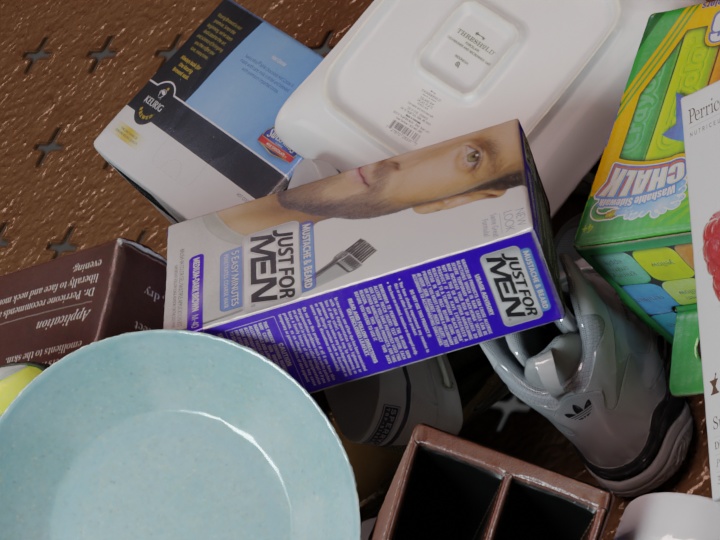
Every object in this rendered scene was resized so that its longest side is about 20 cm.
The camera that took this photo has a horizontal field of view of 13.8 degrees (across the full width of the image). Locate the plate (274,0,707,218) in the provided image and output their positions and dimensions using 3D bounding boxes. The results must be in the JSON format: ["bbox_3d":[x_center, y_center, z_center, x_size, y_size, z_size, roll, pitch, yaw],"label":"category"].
[{"bbox_3d":[0.066,-0.117,1.663,0.199,0.032,0.200,36,85,38],"label":"plate"}]

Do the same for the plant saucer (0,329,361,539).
[{"bbox_3d":[-0.097,0.131,1.482,0.200,0.039,0.202,-1,81,5],"label":"plant saucer"}]

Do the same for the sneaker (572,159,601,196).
[{"bbox_3d":[0.135,-0.085,1.699,0.076,0.088,0.200,-54,34,-6],"label":"sneaker"}]

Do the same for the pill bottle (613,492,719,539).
[{"bbox_3d":[0.140,0.213,1.385,0.113,0.114,0.201,-6,53,44],"label":"pill bottle"}]

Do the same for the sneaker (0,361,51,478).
[{"bbox_3d":[-0.209,0.136,1.516,0.090,0.078,0.200,39,91,25],"label":"sneaker"}]

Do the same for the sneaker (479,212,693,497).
[{"bbox_3d":[0.116,0.019,1.594,0.075,0.115,0.201,-31,38,21],"label":"sneaker"}]

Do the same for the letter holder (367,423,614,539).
[{"bbox_3d":[0.036,0.192,1.434,0.200,0.100,0.143,109,180,-59],"label":"letter holder"}]

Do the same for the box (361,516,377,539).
[{"bbox_3d":[-0.037,0.223,1.630,0.199,0.041,0.157,-22,42,34],"label":"box"}]

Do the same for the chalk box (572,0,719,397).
[{"bbox_3d":[0.202,-0.030,1.541,0.124,0.124,0.201,-9,50,42],"label":"chalk box"}]

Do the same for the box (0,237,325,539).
[{"bbox_3d":[-0.142,0.115,1.642,0.165,0.164,0.201,-14,56,46],"label":"box"}]

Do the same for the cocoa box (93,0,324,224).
[{"bbox_3d":[-0.045,-0.057,1.822,0.131,0.133,0.200,-48,35,-4],"label":"cocoa box"}]

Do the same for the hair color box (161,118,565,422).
[{"bbox_3d":[0.000,0.000,1.530,0.199,0.065,0.110,-16,33,8],"label":"hair color box"}]

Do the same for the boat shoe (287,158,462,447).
[{"bbox_3d":[0.007,0.017,1.628,0.072,0.065,0.200,-64,32,32],"label":"boat shoe"}]

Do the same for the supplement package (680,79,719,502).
[{"bbox_3d":[0.236,0.003,1.389,0.121,0.119,0.201,-26,62,55],"label":"supplement package"}]

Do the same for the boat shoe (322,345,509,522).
[{"bbox_3d":[0.012,0.086,1.657,0.200,0.072,0.076,-42,0,9],"label":"boat shoe"}]
